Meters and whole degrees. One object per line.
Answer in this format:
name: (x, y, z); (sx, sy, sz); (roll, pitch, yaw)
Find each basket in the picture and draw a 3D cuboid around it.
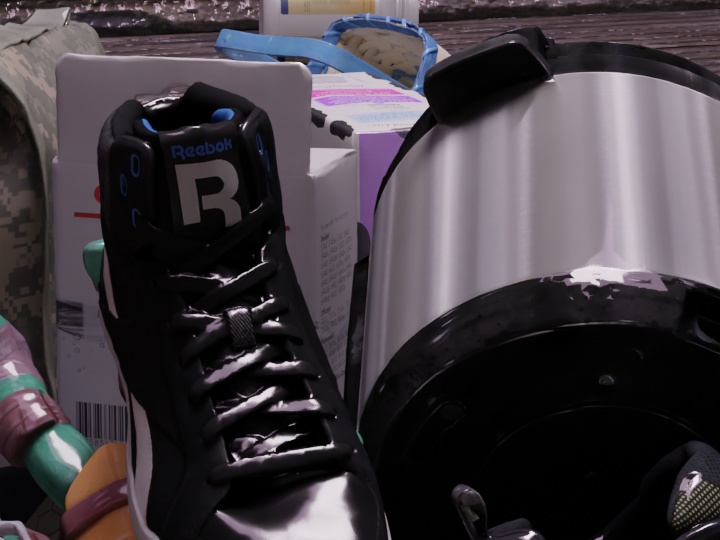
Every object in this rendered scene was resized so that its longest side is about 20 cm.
basket: (-0.004, -0.148, 1.697); (0.199, 0.140, 0.176); (29, -6, -34)

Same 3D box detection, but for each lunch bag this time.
lunch bag: (-0.175, -0.024, 1.007); (0.117, 0.201, 0.164); (3, 13, 9)

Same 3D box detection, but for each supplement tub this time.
supplement tub: (-0.029, -0.338, 2.633); (0.199, 0.145, 0.144); (0, 12, -5)

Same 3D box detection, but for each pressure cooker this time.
pressure cooker: (0.088, 0.017, 0.763); (0.178, 0.176, 0.201); (13, 41, -7)

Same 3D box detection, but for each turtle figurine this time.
turtle figurine: (-0.081, 0.081, 0.709); (0.149, 0.101, 0.200); (-12, 46, -17)

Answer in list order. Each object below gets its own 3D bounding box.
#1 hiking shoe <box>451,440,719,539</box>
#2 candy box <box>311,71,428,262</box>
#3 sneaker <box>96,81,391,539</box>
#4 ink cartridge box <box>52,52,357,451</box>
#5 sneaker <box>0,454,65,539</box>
hiking shoe: (0.125, 0.106, 0.642); (0.199, 0.101, 0.076); (-2, 13, -11)
candy box: (0.000, 0.000, 0.978); (0.071, 0.169, 0.200); (-4, 12, -17)
sneaker: (-0.045, 0.016, 0.630); (0.073, 0.112, 0.200); (-13, 40, -16)
ink cartridge box: (-0.063, 0.009, 0.853); (0.115, 0.201, 0.068); (4, 12, 16)
sneaker: (-0.219, 0.076, 0.793); (0.201, 0.077, 0.146); (3, 19, -39)
